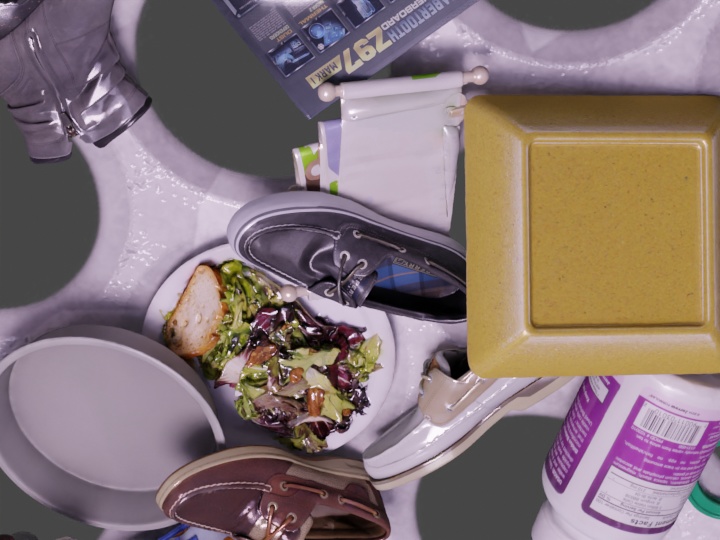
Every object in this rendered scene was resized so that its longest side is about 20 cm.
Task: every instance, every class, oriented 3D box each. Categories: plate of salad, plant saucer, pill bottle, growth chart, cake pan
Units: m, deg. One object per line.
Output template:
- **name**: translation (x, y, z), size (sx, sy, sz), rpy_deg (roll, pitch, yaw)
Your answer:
- **plate of salad**: translation (-0.072, 0.070, 1.495), size (0.198, 0.048, 0.201), rpy_deg (1, 118, 2)
- **plant saucer**: translation (0.175, -0.025, 1.364), size (0.198, 0.048, 0.202), rpy_deg (-1, 89, -10)
- **pill bottle**: translation (0.206, 0.139, 1.483), size (0.111, 0.113, 0.201), rpy_deg (19, 118, -8)
- **growth chart**: translation (0.010, -0.059, 1.405), size (0.144, 0.018, 0.201), rpy_deg (-3, 128, -17)
- **cake pan**: translation (-0.197, 0.120, 1.511), size (0.199, 0.037, 0.201), rpy_deg (7, 129, 8)

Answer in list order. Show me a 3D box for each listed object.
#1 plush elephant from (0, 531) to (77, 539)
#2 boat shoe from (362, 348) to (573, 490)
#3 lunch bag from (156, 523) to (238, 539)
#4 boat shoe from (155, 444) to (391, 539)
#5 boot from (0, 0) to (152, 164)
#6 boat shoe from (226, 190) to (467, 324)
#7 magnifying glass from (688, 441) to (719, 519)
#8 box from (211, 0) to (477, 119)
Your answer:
- **plush elephant**: translation (-0.302, 0.241, 1.540), size (0.154, 0.201, 0.165), rpy_deg (19, 118, -32)
- **boat shoe**: translation (0.076, 0.092, 1.491), size (0.199, 0.075, 0.069), rpy_deg (-36, 105, 12)
- **lunch bag**: translation (-0.132, 0.273, 1.571), size (0.199, 0.076, 0.160), rpy_deg (-34, 130, 18)
- **boat shoe**: translation (-0.062, 0.186, 1.496), size (0.199, 0.072, 0.072), rpy_deg (9, 131, -37)
- **boot**: translation (-0.185, -0.164, 1.370), size (0.199, 0.070, 0.132), rpy_deg (-23, 117, 29)
- **boat shoe**: translation (0.000, 0.000, 1.395), size (0.199, 0.066, 0.070), rpy_deg (17, 122, -29)
- **magnifying glass**: translation (0.335, 0.123, 1.522), size (0.079, 0.022, 0.200), rpy_deg (38, 115, -16)
- **box**: translation (-0.005, -0.223, 1.333), size (0.199, 0.051, 0.158), rpy_deg (-34, 112, 18)
